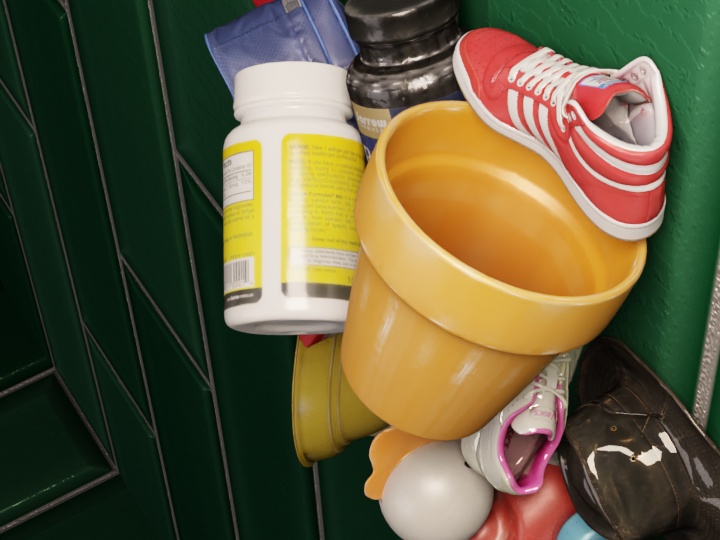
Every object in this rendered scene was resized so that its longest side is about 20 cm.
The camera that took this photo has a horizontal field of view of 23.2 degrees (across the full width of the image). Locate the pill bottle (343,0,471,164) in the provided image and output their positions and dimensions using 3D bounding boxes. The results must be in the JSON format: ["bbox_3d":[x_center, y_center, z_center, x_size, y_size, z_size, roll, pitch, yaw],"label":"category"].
[{"bbox_3d":[0.052,-0.119,1.346,0.112,0.111,0.201,33,144,58],"label":"pill bottle"}]

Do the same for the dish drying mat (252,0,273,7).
[{"bbox_3d":[-0.078,-0.251,1.677,0.201,0.018,0.077,60,160,16],"label":"dish drying mat"}]

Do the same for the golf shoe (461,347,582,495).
[{"bbox_3d":[0.138,0.077,1.325,0.092,0.075,0.202,-126,48,-68],"label":"golf shoe"}]

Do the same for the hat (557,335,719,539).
[{"bbox_3d":[0.201,0.155,1.337,0.201,0.080,0.201,51,156,33],"label":"hat"}]

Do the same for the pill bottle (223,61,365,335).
[{"bbox_3d":[-0.051,-0.055,1.372,0.114,0.113,0.202,154,117,-71],"label":"pill bottle"}]

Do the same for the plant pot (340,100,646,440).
[{"bbox_3d":[0.073,0.015,1.235,0.201,0.199,0.184,53,136,31],"label":"plant pot"}]

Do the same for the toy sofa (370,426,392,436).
[{"bbox_3d":[0.082,0.151,1.681,0.200,0.097,0.084,33,119,58],"label":"toy sofa"}]

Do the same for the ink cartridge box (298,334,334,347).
[{"bbox_3d":[0.000,0.000,1.496,0.068,0.199,0.116,62,161,12],"label":"ink cartridge box"}]

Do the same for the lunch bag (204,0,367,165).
[{"bbox_3d":[-0.030,-0.142,1.502,0.201,0.132,0.136,63,-176,6],"label":"lunch bag"}]

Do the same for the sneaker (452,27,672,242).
[{"bbox_3d":[0.137,-0.121,1.176,0.200,0.071,0.113,47,159,25],"label":"sneaker"}]

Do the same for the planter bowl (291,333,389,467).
[{"bbox_3d":[0.001,0.086,1.615,0.200,0.083,0.202,6,-90,-78],"label":"planter bowl"}]

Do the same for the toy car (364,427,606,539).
[{"bbox_3d":[0.090,0.179,1.433,0.200,0.177,0.185,44,-175,-35],"label":"toy car"}]
